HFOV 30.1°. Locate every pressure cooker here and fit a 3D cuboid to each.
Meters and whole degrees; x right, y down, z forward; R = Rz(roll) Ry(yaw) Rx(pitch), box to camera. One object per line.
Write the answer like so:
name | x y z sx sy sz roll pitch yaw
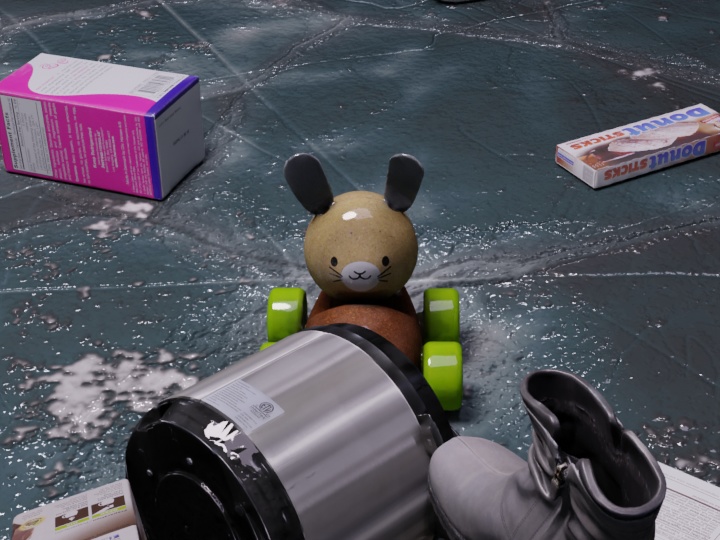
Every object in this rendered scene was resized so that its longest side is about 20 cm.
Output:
pressure cooker | -0.030 0.132 0.872 0.199 0.179 0.177 -27 81 -39

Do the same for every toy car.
toy car | 0.000 0.000 1.068 0.162 0.202 0.158 0 31 2

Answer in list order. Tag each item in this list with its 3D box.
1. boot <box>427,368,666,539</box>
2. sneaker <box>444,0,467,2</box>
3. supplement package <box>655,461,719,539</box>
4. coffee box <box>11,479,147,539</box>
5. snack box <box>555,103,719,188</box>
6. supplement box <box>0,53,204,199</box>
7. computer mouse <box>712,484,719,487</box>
boot | 0.095 0.103 0.680 0.069 0.133 0.200 -20 31 -22
sneaker | 0.168 -0.423 1.891 0.199 0.073 0.084 -27 6 -24
supplement package | 0.164 0.236 0.726 0.150 0.153 0.199 21 38 34
coffee box | -0.146 0.209 0.752 0.079 0.114 0.200 -17 11 -10
snack box | 0.311 -0.135 1.440 0.198 0.025 0.072 -17 34 -23
supplement box | -0.278 -0.156 1.424 0.198 0.104 0.101 12 35 19
computer mouse | 0.272 0.198 0.889 0.197 0.053 0.139 13 34 2
